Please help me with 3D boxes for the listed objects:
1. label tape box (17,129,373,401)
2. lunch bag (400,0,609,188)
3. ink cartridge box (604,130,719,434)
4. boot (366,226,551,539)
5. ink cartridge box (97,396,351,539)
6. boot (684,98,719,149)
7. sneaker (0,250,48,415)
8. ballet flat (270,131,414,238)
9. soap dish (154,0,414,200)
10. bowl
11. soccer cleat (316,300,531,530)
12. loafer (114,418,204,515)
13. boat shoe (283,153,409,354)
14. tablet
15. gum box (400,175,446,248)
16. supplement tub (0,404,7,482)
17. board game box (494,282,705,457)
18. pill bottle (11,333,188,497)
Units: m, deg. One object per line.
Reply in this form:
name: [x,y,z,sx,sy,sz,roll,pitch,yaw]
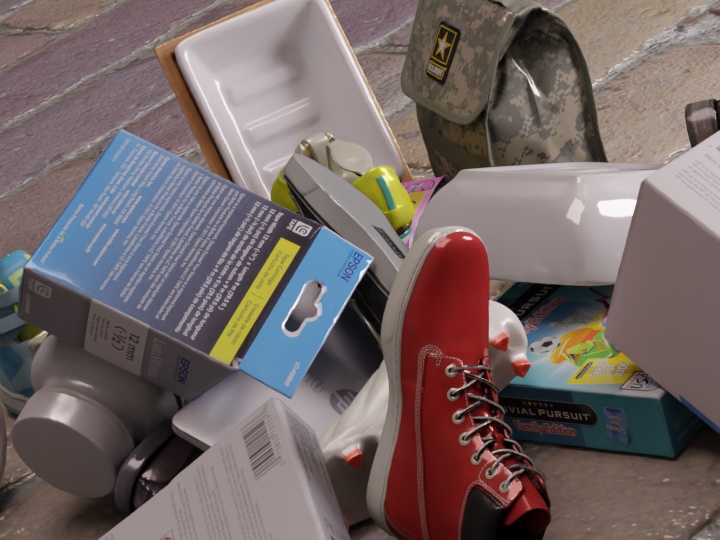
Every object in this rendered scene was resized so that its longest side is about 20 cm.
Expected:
label tape box: [-0.111,0.009,1.544,0.199,0.066,0.144,27,51,5]
lunch bag: [0.110,-0.133,1.804,0.117,0.201,0.164,-23,24,-14]
ink cartridge box: [0.278,-0.009,1.406,0.199,0.147,0.147,-31,58,-30]
boot: [0.074,0.081,1.366,0.072,0.202,0.144,0,11,-33]
ink cartridge box: [-0.086,0.192,1.374,0.173,0.044,0.200,-40,31,11]
boot: [0.337,-0.103,1.637,0.173,0.070,0.200,-16,-12,22]
sneaker: [-0.224,0.054,1.711,0.079,0.131,0.199,-33,29,-35]
ballet flat: [-0.019,-0.071,1.752,0.067,0.067,0.200,-28,22,-18]
soap dish: [-0.066,-0.125,1.939,0.156,0.201,0.081,-24,-5,-15]
bowl: [0.156,-0.036,1.624,0.199,0.075,0.199,-5,7,-40]
soccer cleat: [0.024,0.094,1.480,0.200,0.069,0.078,-40,36,-8]
loafer: [-0.086,0.112,1.581,0.063,0.072,0.200,26,48,26]
boat shoe: [-0.007,-0.008,1.610,0.064,0.070,0.200,-52,48,15]
tablet: [-0.027,0.085,1.562,0.130,0.014,0.200,30,41,13]
gum box: [0.000,0.000,1.752,0.113,0.067,0.200,-9,24,21]
supplement tub: [-0.367,0.124,1.641,0.199,0.141,0.140,-1,27,33]
board game box: [0.158,0.058,1.531,0.199,0.047,0.151,3,30,40]
pill bottle: [-0.163,0.058,1.607,0.110,0.111,0.201,-1,43,34]
